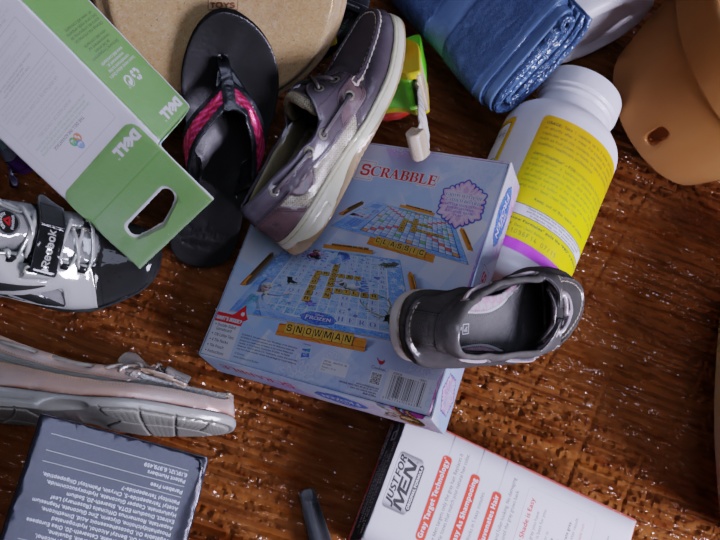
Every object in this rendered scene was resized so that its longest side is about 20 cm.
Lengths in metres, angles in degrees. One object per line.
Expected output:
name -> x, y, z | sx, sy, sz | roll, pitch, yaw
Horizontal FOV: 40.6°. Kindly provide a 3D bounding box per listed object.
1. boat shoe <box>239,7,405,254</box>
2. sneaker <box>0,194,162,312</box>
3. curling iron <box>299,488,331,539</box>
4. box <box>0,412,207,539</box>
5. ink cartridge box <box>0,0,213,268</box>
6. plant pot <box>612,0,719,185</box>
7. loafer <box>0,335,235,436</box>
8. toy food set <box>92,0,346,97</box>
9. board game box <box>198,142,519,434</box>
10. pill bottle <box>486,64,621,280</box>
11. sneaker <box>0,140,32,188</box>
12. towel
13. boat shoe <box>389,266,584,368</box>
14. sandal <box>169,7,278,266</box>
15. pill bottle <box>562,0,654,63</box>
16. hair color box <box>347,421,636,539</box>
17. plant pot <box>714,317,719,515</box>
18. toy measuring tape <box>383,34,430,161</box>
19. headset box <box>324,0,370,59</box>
boat shoe -> -0.028, -0.114, 0.728 | 0.064, 0.071, 0.203 | 29, 80, -29
sneaker -> -0.245, -0.015, 0.719 | 0.195, 0.089, 0.076 | 0, 73, -13
curling iron -> -0.005, 0.261, 0.726 | 0.049, 0.026, 0.203 | -14, 72, -37
box -> -0.173, 0.203, 0.612 | 0.102, 0.200, 0.186 | 15, 71, -8
ink cartridge box -> -0.193, -0.110, 0.696 | 0.200, 0.103, 0.060 | 45, 35, -14
plant pot -> 0.311, -0.164, 0.828 | 0.197, 0.139, 0.204 | 13, 65, -30
loafer -> -0.188, 0.082, 0.716 | 0.195, 0.072, 0.064 | 5, 66, -7
toy food set -> -0.105, -0.210, 0.719 | 0.196, 0.201, 0.049 | -16, 34, -4
board game box -> 0.000, 0.000, 0.740 | 0.196, 0.041, 0.203 | 12, 71, 25
pill bottle -> 0.149, -0.067, 0.806 | 0.103, 0.104, 0.203 | 28, 72, -3
sneaker -> -0.201, -0.136, 0.781 | 0.196, 0.074, 0.089 | -21, 98, -10
towel -> 0.096, -0.234, 0.828 | 0.112, 0.048, 0.201 | -45, 64, 19
boat shoe -> 0.105, 0.035, 0.665 | 0.197, 0.056, 0.069 | -5, 97, -43
sandal -> -0.103, -0.091, 0.731 | 0.073, 0.045, 0.204 | 5, 113, -16
pill bottle -> 0.171, -0.300, 0.869 | 0.112, 0.114, 0.203 | -20, 80, -16
hair color box -> 0.100, 0.199, 0.745 | 0.197, 0.061, 0.103 | 26, 71, -5
plant pot -> 0.363, 0.096, 0.781 | 0.183, 0.188, 0.204 | 4, 60, -11
toy measuring tape -> 0.020, -0.141, 0.787 | 0.072, 0.075, 0.202 | 14, 35, -8
headset box -> -0.071, -0.312, 0.815 | 0.171, 0.092, 0.204 | 16, 72, -22
